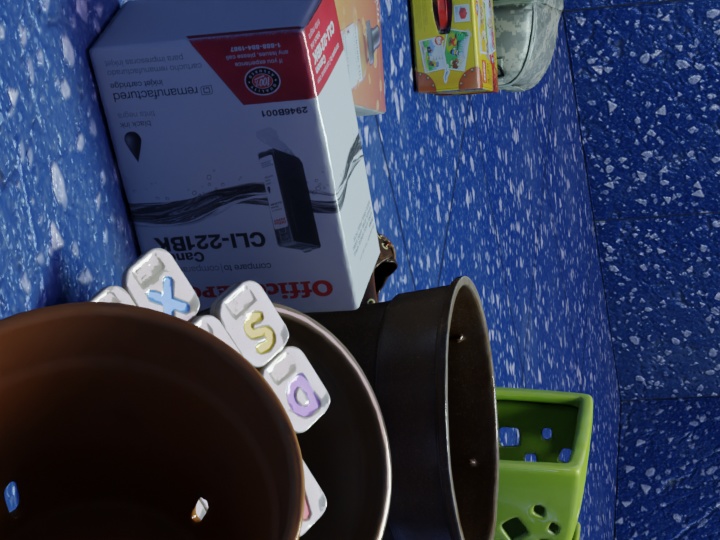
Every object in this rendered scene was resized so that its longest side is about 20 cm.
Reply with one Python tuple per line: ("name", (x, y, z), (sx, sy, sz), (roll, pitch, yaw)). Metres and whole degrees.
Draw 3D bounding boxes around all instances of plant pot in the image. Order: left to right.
("plant pot", (-0.127, 0.137, 0.912), (0.141, 0.198, 0.201), (95, 1, -53))
("plant pot", (-0.084, 0.125, 1.188), (0.200, 0.092, 0.203), (11, 73, -38))
("plant pot", (-0.015, 0.109, 1.337), (0.200, 0.197, 0.202), (-3, 90, -76))
("plant pot", (0.137, 0.239, 1.976), (0.200, 0.197, 0.183), (-61, 151, -67))

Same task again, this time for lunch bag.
("lunch bag", (0.179, -0.308, 2.399), (0.200, 0.138, 0.169), (-13, 98, -76))

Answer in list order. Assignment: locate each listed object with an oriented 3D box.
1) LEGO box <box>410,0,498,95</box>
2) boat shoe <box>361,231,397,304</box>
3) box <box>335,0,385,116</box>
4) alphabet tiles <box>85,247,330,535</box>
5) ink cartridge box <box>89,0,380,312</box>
("LEGO box", (0.108, -0.307, 2.230), (0.149, 0.076, 0.202), (-15, 101, -77))
("boat shoe", (0.000, 0.000, 1.711), (0.070, 0.070, 0.201), (61, 27, -59))
("box", (-0.056, -0.195, 1.445), (0.200, 0.105, 0.154), (-7, 93, -76))
("alphabet tiles", (-0.101, 0.095, 1.111), (0.200, 0.015, 0.196), (-42, 108, -38))
("ink cartridge box", (-0.077, -0.073, 1.240), (0.084, 0.143, 0.201), (-69, 152, -57))
